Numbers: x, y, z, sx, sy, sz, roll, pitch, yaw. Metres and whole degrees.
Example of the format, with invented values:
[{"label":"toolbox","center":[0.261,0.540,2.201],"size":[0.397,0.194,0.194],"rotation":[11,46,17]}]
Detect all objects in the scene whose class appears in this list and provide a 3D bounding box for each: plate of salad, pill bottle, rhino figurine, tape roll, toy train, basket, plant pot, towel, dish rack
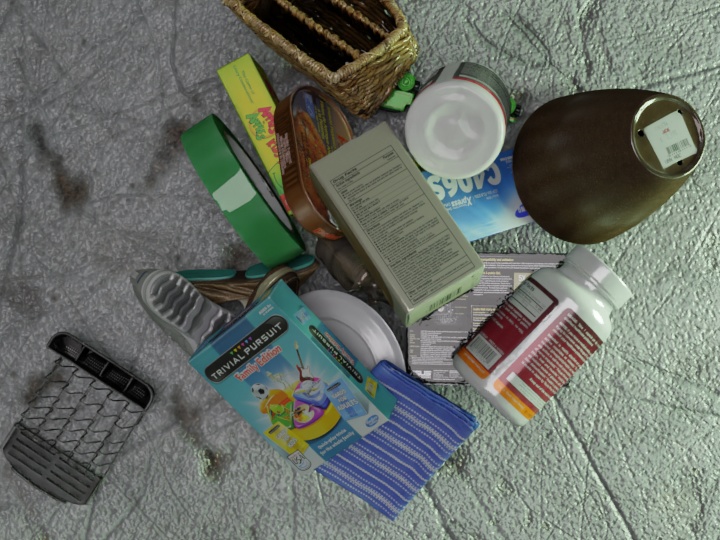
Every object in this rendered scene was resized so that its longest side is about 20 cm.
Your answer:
[{"label":"plate of salad","center":[-0.027,0.119,1.440],"size":[0.200,0.048,0.200],"rotation":[8,106,30]},{"label":"pill bottle","center":[0.210,0.071,1.318],"size":[0.113,0.113,0.200],"rotation":[44,92,5]},{"label":"pill bottle","center":[0.117,-0.181,1.340],"size":[0.111,0.200,0.111],"rotation":[3,110,9]},{"label":"rhino figurine","center":[0.000,0.000,1.374],"size":[0.087,0.200,0.060],"rotation":[37,95,-26]},{"label":"tape roll","center":[-0.140,-0.094,1.396],"size":[0.048,0.200,0.200],"rotation":[-34,86,3]},{"label":"toy train","center":[0.103,-0.210,1.459],"size":[0.200,0.042,0.056],"rotation":[15,100,5]},{"label":"basket","center":[-0.038,-0.305,1.397],"size":[0.200,0.149,0.143],"rotation":[40,92,21]},{"label":"plant pot","center":[0.302,-0.133,1.331],"size":[0.187,0.200,0.187],"rotation":[2,84,-17]},{"label":"towel","center":[0.034,0.209,1.405],"size":[0.145,0.024,0.200],"rotation":[33,121,-5]},{"label":"dish rack","center":[-0.367,0.196,1.482],"size":[0.153,0.055,0.200],"rotation":[32,92,6]}]

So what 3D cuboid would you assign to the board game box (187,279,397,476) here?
[{"label":"board game box","center":[-0.081,0.130,1.361],"size":[0.151,0.047,0.200],"rotation":[-38,101,30]}]

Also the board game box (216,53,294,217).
[{"label":"board game box","center":[-0.106,-0.163,1.444],"size":[0.048,0.102,0.200],"rotation":[-27,87,5]}]

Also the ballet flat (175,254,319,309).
[{"label":"ballet flat","center":[-0.146,0.028,1.467],"size":[0.200,0.068,0.072],"rotation":[-8,108,5]}]

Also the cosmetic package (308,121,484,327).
[{"label":"cosmetic package","center":[0.038,-0.050,1.270],"size":[0.105,0.071,0.200],"rotation":[-30,76,-8]}]

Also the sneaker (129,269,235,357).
[{"label":"sneaker","center":[-0.209,0.059,1.434],"size":[0.075,0.200,0.082],"rotation":[-47,40,-17]}]

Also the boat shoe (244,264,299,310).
[{"label":"boat shoe","center":[-0.103,0.086,1.412],"size":[0.075,0.075,0.202],"rotation":[37,129,21]}]

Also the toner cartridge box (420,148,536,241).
[{"label":"toner cartridge box","center":[0.141,-0.086,1.386],"size":[0.200,0.043,0.095],"rotation":[-18,90,-39]}]

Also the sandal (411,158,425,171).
[{"label":"sandal","center":[0.051,-0.100,1.403],"size":[0.200,0.087,0.080],"rotation":[6,76,-39]}]

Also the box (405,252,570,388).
[{"label":"box","center":[0.156,0.059,1.423],"size":[0.200,0.086,0.164],"rotation":[0,89,5]}]

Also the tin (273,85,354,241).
[{"label":"tin","center":[-0.049,-0.127,1.380],"size":[0.042,0.112,0.200],"rotation":[-32,55,37]}]
